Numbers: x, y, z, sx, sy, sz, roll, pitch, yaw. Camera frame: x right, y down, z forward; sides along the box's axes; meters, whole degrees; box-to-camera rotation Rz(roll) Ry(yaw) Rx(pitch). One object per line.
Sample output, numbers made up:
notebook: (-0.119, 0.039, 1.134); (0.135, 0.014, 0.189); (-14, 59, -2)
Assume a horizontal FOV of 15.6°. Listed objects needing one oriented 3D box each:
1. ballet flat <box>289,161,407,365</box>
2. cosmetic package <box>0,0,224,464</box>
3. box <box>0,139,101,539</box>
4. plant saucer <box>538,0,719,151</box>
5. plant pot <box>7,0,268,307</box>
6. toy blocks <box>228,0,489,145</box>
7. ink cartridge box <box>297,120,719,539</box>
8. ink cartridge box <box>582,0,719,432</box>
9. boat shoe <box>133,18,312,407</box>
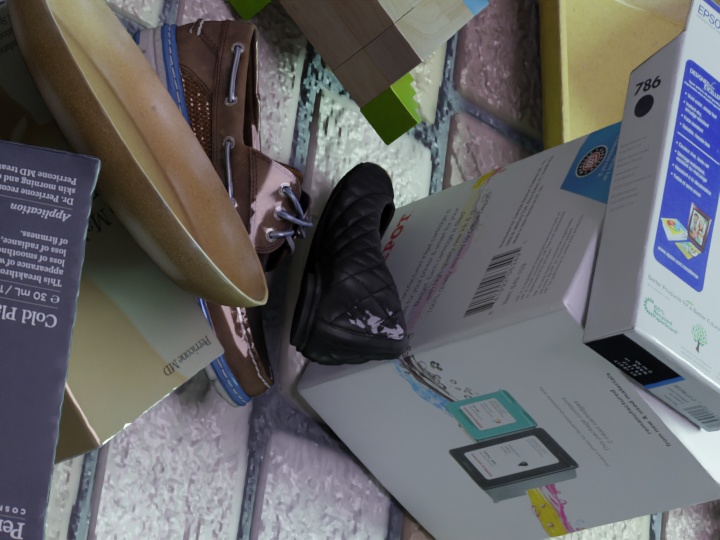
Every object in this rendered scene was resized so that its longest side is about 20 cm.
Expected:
ballet flat: (0.000, 0.000, 1.357); (0.056, 0.067, 0.200); (17, 25, -3)
cosmetic package: (-0.161, -0.016, 1.246); (0.105, 0.071, 0.201); (-39, 103, -44)
box: (-0.222, 0.037, 1.097); (0.198, 0.104, 0.183); (11, 65, -10)
plant saucer: (0.176, -0.101, 1.608); (0.199, 0.048, 0.202); (16, 66, -39)
plant pot: (-0.107, -0.063, 1.206); (0.201, 0.027, 0.200); (57, 6, -9)
toy blocks: (-0.002, -0.185, 1.451); (0.200, 0.100, 0.137); (52, 34, -4)
ink cartridge box: (0.100, 0.038, 1.382); (0.146, 0.199, 0.147); (47, 49, -22)
ink cartridge box: (0.169, -0.031, 1.302); (0.099, 0.039, 0.201); (34, 56, -32)
boat shoe: (-0.063, -0.034, 1.326); (0.072, 0.072, 0.202); (43, 34, -80)
